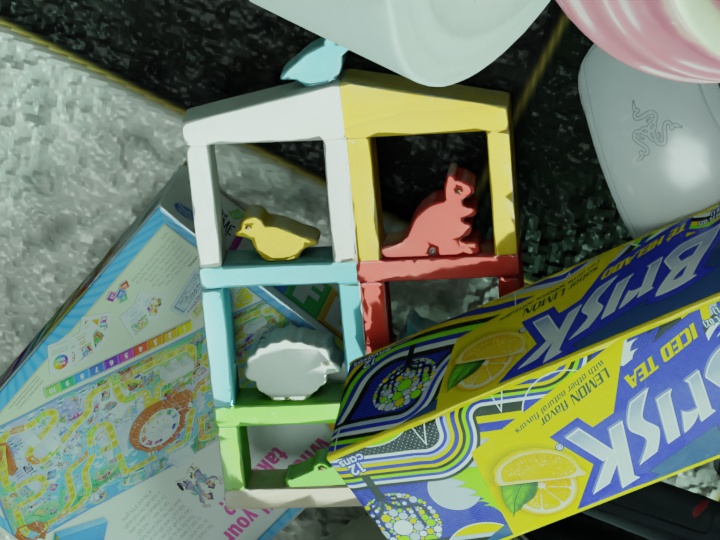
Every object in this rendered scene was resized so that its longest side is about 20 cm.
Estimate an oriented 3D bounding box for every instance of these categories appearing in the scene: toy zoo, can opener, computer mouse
[{"bbox_3d":[0.000,0.000,1.151,0.130,0.020,0.201,-2,112,7],"label":"toy zoo"},{"bbox_3d":[0.139,0.118,1.175,0.199,0.078,0.064,27,123,28],"label":"can opener"},{"bbox_3d":[0.144,-0.006,1.114,0.109,0.044,0.201,-22,114,31],"label":"computer mouse"}]

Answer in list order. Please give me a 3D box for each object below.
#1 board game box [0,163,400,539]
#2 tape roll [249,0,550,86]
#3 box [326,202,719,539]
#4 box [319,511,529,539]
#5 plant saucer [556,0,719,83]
[{"bbox_3d":[-0.081,0.063,1.243,0.134,0.034,0.200,38,126,-9],"label":"board game box"},{"bbox_3d":[0.035,-0.165,0.941,0.070,0.202,0.203,26,129,20],"label":"tape roll"},{"bbox_3d":[0.090,0.041,1.092,0.199,0.064,0.070,-24,118,23],"label":"box"},{"bbox_3d":[0.039,0.209,1.223,0.127,0.109,0.201,-30,116,-11],"label":"box"},{"bbox_3d":[0.150,-0.141,0.943,0.199,0.051,0.202,-17,133,-19],"label":"plant saucer"}]
